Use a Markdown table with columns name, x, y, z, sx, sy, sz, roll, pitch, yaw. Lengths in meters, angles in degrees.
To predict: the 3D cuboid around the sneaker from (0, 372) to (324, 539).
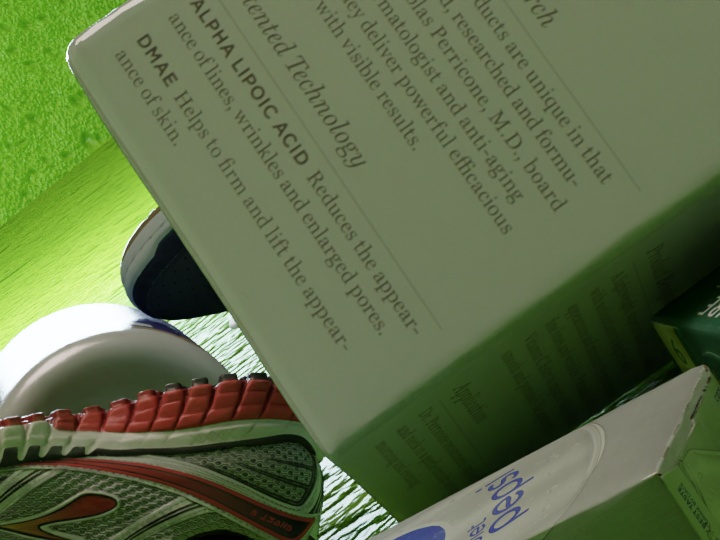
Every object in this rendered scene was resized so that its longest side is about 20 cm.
| name | x | y | z | sx | sy | sz | roll | pitch | yaw |
| --- | --- | --- | --- | --- | --- | --- | --- | --- | --- |
| sneaker | -0.109 | 0.094 | 0.998 | 0.199 | 0.083 | 0.078 | -11 | -9 | 0 |

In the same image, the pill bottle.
| name | x | y | z | sx | sy | sz | roll | pitch | yaw |
| --- | --- | --- | --- | --- | --- | --- | --- | --- | --- |
| pill bottle | -0.108 | 0.074 | 1.150 | 0.115 | 0.116 | 0.200 | -36 | 10 | -6 |

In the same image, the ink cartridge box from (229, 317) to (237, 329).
| name | x | y | z | sx | sy | sz | roll | pitch | yaw |
| --- | --- | --- | --- | --- | --- | --- | --- | --- | --- |
| ink cartridge box | 0.043 | -0.027 | 1.206 | 0.199 | 0.067 | 0.117 | -30 | 25 | 26 |

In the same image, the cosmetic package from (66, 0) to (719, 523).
| name | x | y | z | sx | sy | sz | roll | pitch | yaw |
| --- | --- | --- | --- | --- | --- | --- | --- | --- | --- |
| cosmetic package | 0.042 | -0.043 | 0.897 | 0.199 | 0.165 | 0.165 | -35 | -18 | 0 |

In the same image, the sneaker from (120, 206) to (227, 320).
| name | x | y | z | sx | sy | sz | roll | pitch | yaw |
| --- | --- | --- | --- | --- | --- | --- | --- | --- | --- |
| sneaker | 0.000 | 0.000 | 1.089 | 0.199 | 0.109 | 0.070 | -23 | -31 | 10 |

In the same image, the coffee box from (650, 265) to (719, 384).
| name | x | y | z | sx | sy | sz | roll | pitch | yaw |
| --- | --- | --- | --- | --- | --- | --- | --- | --- | --- |
| coffee box | 0.189 | -0.023 | 0.805 | 0.200 | 0.044 | 0.123 | -36 | 8 | -7 |

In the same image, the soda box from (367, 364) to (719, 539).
| name | x | y | z | sx | sy | sz | roll | pitch | yaw |
| --- | --- | --- | --- | --- | --- | --- | --- | --- | --- |
| soda box | 0.019 | 0.104 | 0.691 | 0.199 | 0.068 | 0.063 | -30 | 11 | 27 |
